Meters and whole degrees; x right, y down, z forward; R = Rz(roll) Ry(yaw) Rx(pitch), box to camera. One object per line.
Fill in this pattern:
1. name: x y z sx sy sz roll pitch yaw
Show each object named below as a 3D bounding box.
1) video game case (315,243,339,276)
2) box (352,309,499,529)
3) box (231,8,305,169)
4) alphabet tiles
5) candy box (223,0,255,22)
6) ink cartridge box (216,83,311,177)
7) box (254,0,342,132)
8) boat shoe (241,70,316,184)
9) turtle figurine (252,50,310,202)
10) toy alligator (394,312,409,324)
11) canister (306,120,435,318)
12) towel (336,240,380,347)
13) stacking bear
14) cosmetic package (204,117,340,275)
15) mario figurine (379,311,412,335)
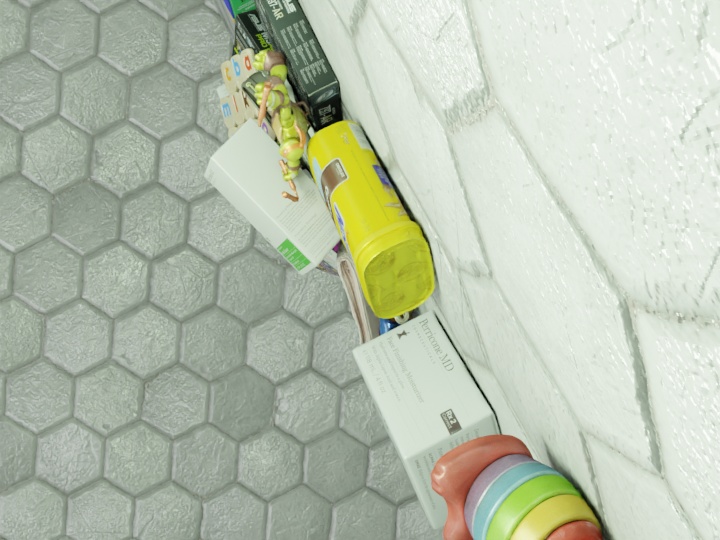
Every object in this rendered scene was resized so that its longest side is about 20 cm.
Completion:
1. video game case: -0.081 -0.048 1.515 0.179 0.036 0.199 16 163 46
2. box: 0.100 0.206 1.219 0.202 0.129 0.200 69 174 -45
3. box: -0.137 -0.275 1.373 0.202 0.044 0.161 58 154 22
4. alphabet tiles: -0.165 -0.234 1.371 0.199 0.014 0.200 -1 105 60
5. candy box: -0.202 -0.489 1.282 0.172 0.076 0.200 63 177 11
6. ink cartridge box: -0.136 -0.240 1.495 0.203 0.143 0.084 62 174 18
7. box: -0.088 -0.298 1.196 0.160 0.043 0.203 83 161 -78
8. boat shoe: -0.097 -0.190 1.226 0.204 0.059 0.072 61 175 11
9. turtle figurine: -0.096 -0.196 1.097 0.201 0.063 0.164 74 179 -56
10. toy alligator: 0.036 -0.024 1.235 0.054 0.059 0.203 -22 94 46
11. canister: 0.009 -0.064 1.077 0.149 0.085 0.202 72 173 -57
12. towel: 0.000 0.000 1.342 0.202 0.031 0.194 -85 -15 -55
13. stacking bear: 0.164 0.244 0.782 0.200 0.112 0.124 40 150 54
14. cosmetic package: -0.114 -0.099 1.213 0.200 0.085 0.108 44 164 -5
15. mario figurine: 0.067 0.082 1.474 0.104 0.126 0.200 23 173 -9
